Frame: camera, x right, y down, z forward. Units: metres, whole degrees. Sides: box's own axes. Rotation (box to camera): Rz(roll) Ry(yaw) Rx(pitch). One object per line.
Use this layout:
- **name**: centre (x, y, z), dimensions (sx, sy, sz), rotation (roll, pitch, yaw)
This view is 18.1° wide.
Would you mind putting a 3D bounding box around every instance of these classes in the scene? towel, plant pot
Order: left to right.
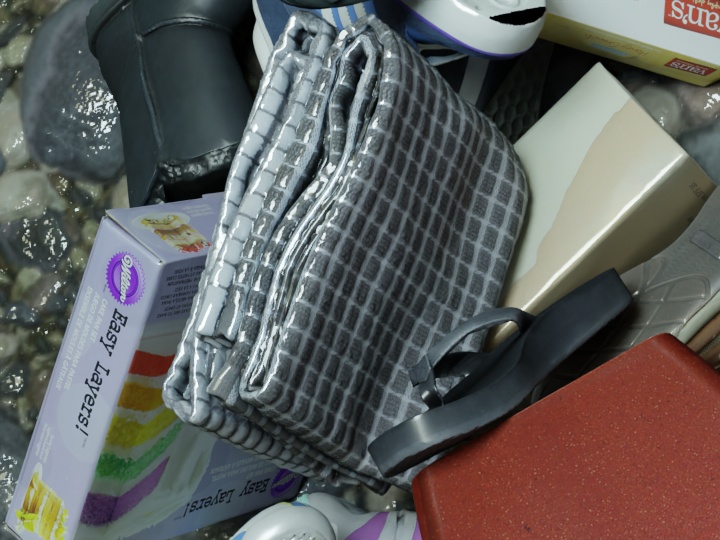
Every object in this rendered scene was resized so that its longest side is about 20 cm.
- **towel**: centre (0.000, 0.000, 1.076), dimensions (0.085, 0.165, 0.202), rotation (11, 77, 31)
- **plant pot**: centre (0.128, 0.149, 1.018), dimensions (0.199, 0.200, 0.177), rotation (-29, 67, -2)

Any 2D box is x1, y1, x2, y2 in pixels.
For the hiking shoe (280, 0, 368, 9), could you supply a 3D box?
- **hiking shoe**: centre (0.010, -0.186, 1.089), dimensions (0.086, 0.075, 0.200), rotation (-12, 29, 52)

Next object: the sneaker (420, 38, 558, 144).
- **sneaker**: centre (0.029, -0.100, 1.258), dimensions (0.145, 0.077, 0.204), rotation (17, 90, 39)

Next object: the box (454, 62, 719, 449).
- **box**: centre (0.090, -0.001, 1.181), dimensions (0.200, 0.095, 0.078), rotation (-45, 59, 8)

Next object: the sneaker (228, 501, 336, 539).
- **sneaker**: centre (-0.073, 0.165, 1.178), dimensions (0.201, 0.075, 0.106), rotation (-63, 35, 38)

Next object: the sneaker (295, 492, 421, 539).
- **sneaker**: centre (0.070, 0.134, 1.162), dimensions (0.199, 0.078, 0.141), rotation (32, 87, 21)

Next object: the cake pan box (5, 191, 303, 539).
- **cake pan box**: centre (-0.077, 0.049, 1.161), dimensions (0.052, 0.199, 0.185), rotation (36, 117, 28)

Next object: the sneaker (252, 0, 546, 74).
- **sneaker**: centre (0.014, -0.116, 1.169), dimensions (0.200, 0.080, 0.147), rotation (43, 133, 39)

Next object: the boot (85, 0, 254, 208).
- **boot**: centre (-0.073, -0.127, 1.293), dimensions (0.200, 0.076, 0.169), rotation (-40, 52, 28)

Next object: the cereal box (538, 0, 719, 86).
- **cereal box**: centre (0.142, -0.212, 1.203), dimensions (0.039, 0.143, 0.202), rotation (154, 125, -62)

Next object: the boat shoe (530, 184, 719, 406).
- **boat shoe**: centre (0.174, 0.025, 1.136), dimensions (0.200, 0.072, 0.076), rotation (-41, 30, 3)

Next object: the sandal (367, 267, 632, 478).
- **sandal**: centre (0.058, 0.041, 1.052), dimensions (0.076, 0.200, 0.043), rotation (-33, 91, 36)
